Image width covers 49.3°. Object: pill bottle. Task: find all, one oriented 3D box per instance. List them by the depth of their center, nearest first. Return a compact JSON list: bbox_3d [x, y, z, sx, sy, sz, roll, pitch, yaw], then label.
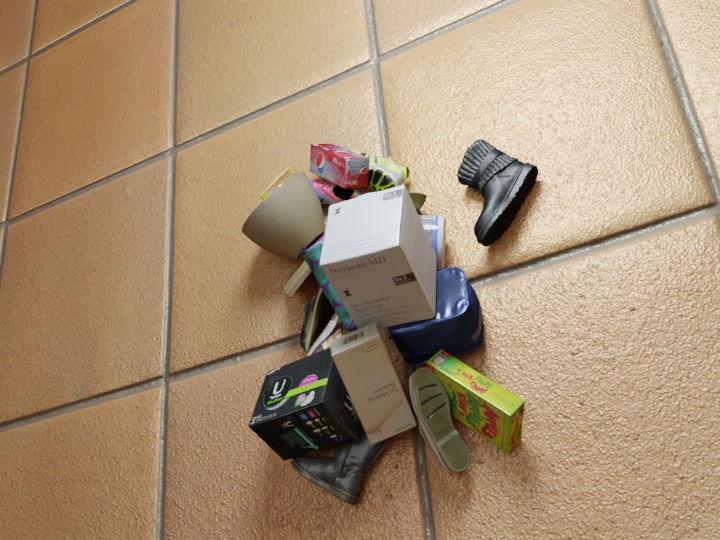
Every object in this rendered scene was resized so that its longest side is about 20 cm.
[{"bbox_3d":[0.080,-0.060,1.650,0.195,0.114,0.116,1,67,9],"label":"pill bottle"}]

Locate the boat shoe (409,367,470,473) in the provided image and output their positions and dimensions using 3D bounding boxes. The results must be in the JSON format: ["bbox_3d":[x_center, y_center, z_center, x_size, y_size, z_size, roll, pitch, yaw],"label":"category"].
[{"bbox_3d":[0.137,0.287,1.485,0.068,0.073,0.204,-36,73,62],"label":"boat shoe"}]

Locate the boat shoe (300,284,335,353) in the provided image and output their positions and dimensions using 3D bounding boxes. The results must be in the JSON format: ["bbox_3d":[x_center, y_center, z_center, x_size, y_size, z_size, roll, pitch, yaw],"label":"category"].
[{"bbox_3d":[-0.094,0.088,1.723,0.064,0.072,0.204,23,99,42],"label":"boat shoe"}]

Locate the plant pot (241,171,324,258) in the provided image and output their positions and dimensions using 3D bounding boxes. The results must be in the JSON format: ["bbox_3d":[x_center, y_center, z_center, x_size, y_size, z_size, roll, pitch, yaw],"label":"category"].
[{"bbox_3d":[-0.159,-0.109,1.817,0.200,0.200,0.135,-44,86,5],"label":"plant pot"}]

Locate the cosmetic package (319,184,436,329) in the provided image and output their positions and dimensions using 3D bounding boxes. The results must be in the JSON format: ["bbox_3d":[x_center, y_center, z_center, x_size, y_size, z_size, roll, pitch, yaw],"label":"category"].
[{"bbox_3d":[0.040,-0.020,1.491,0.161,0.201,0.167,-14,43,20],"label":"cosmetic package"}]

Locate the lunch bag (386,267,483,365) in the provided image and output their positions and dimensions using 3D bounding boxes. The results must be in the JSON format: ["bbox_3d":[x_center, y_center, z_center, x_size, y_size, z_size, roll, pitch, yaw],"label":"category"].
[{"bbox_3d":[0.144,0.101,1.563,0.196,0.133,0.138,-15,43,19],"label":"lunch bag"}]

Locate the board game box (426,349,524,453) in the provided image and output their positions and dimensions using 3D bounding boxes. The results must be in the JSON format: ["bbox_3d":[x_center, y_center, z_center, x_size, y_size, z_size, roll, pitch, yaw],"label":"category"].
[{"bbox_3d":[0.213,0.243,1.476,0.047,0.103,0.198,-32,46,-32],"label":"board game box"}]

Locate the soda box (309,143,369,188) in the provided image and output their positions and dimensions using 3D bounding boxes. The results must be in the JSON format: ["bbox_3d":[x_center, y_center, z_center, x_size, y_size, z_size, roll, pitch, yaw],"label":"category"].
[{"bbox_3d":[-0.052,-0.244,1.819,0.199,0.062,0.072,33,123,58],"label":"soda box"}]

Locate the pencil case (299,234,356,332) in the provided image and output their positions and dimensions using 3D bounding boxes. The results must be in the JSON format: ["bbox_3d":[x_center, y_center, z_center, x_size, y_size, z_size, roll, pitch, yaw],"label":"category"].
[{"bbox_3d":[-0.041,0.023,1.630,0.084,0.092,0.202,-30,84,-21],"label":"pencil case"}]

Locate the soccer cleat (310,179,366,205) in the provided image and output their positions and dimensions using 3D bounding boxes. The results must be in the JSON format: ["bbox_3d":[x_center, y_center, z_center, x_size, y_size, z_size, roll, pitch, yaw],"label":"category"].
[{"bbox_3d":[-0.067,-0.187,1.850,0.197,0.073,0.069,19,78,34],"label":"soccer cleat"}]

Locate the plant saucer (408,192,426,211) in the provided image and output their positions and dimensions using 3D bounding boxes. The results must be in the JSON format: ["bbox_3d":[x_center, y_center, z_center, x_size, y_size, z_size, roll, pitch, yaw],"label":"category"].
[{"bbox_3d":[0.049,-0.132,1.695,0.196,0.199,0.032,-11,84,25],"label":"plant saucer"}]

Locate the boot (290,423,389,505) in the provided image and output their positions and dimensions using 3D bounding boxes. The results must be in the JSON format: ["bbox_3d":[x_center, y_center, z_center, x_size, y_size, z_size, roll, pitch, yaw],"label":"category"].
[{"bbox_3d":[-0.030,0.346,1.593,0.179,0.072,0.204,22,86,22],"label":"boot"}]

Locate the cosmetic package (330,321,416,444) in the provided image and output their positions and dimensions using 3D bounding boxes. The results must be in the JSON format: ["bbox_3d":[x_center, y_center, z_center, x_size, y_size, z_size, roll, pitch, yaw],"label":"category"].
[{"bbox_3d":[0.025,0.214,1.492,0.102,0.203,0.073,-23,17,3],"label":"cosmetic package"}]

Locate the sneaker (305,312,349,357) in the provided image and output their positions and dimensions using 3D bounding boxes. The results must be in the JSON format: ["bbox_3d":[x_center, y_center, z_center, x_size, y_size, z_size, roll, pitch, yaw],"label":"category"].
[{"bbox_3d":[-0.048,0.174,1.679,0.089,0.075,0.203,26,84,36],"label":"sneaker"}]

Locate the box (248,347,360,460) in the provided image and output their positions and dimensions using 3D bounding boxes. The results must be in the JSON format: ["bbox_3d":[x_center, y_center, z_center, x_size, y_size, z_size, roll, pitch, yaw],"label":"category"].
[{"bbox_3d":[-0.102,0.270,1.589,0.197,0.125,0.150,-24,32,30],"label":"box"}]

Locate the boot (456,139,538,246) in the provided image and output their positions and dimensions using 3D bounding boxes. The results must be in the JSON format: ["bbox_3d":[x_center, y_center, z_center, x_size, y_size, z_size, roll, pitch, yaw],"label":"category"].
[{"bbox_3d":[0.259,-0.164,1.647,0.156,0.080,0.213,28,73,29],"label":"boot"}]

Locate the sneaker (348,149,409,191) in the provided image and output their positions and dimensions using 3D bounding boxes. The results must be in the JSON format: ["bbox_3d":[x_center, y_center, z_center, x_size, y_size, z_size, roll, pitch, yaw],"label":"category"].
[{"bbox_3d":[0.036,-0.233,1.827,0.075,0.077,0.199,-27,41,-27],"label":"sneaker"}]

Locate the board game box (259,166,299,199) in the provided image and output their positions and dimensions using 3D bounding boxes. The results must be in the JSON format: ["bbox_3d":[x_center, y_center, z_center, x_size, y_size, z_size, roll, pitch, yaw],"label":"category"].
[{"bbox_3d":[-0.179,-0.198,1.867,0.095,0.200,0.030,-44,90,6],"label":"board game box"}]

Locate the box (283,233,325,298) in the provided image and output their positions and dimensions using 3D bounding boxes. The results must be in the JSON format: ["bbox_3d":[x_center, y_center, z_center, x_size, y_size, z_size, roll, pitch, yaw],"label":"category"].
[{"bbox_3d":[-0.103,-0.032,1.768,0.021,0.164,0.201,38,92,-8],"label":"box"}]
